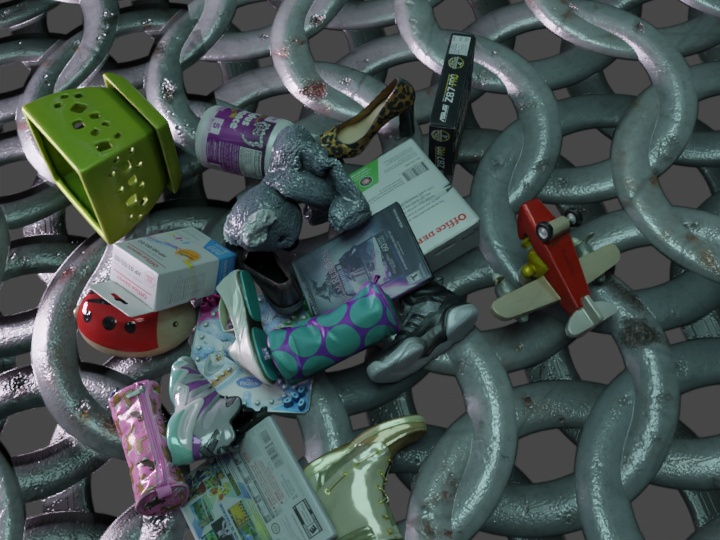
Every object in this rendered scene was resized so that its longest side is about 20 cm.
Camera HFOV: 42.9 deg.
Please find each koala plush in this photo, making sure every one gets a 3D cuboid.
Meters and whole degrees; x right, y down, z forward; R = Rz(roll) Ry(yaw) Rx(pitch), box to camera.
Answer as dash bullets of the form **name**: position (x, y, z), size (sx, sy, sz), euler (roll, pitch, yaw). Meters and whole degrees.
- **koala plush**: position (-0.125, -0.105, 1.437), size (0.200, 0.177, 0.184), euler (-39, 108, -11)

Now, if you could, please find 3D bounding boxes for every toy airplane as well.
- **toy airplane**: position (0.298, 0.013, 1.403), size (0.200, 0.141, 0.200), euler (25, 72, -22)

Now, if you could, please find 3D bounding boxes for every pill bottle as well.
- **pill bottle**: position (-0.173, -0.213, 1.580), size (0.199, 0.112, 0.112), euler (14, 63, 13)

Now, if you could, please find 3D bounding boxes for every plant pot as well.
- **plant pot**: position (-0.423, -0.201, 1.557), size (0.181, 0.200, 0.199), euler (-36, 62, -22)

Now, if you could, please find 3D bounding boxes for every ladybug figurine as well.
- **ladybug figurine**: position (-0.366, 0.069, 1.463), size (0.199, 0.072, 0.136), euler (0, 61, 6)

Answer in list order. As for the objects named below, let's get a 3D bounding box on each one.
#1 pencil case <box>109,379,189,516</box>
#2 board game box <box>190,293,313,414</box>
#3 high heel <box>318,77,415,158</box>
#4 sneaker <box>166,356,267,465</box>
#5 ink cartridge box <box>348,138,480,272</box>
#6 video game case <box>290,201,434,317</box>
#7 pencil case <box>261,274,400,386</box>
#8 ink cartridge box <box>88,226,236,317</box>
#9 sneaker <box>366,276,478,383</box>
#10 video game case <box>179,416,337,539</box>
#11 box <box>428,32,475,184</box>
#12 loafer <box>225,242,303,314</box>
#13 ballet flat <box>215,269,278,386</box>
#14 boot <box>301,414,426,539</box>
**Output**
- **pencil case**: position (-0.307, 0.256, 1.330), size (0.083, 0.087, 0.200), euler (-31, 54, 7)
- **board game box**: position (-0.169, 0.122, 1.438), size (0.199, 0.026, 0.200), euler (2, 61, 7)
- **high heel**: position (-0.002, -0.266, 1.573), size (0.199, 0.143, 0.072), euler (-15, 60, -3)
- **sneaker**: position (-0.205, 0.198, 1.330), size (0.139, 0.078, 0.200), euler (-5, 39, -6)
- **ink cartridge box**: position (0.082, -0.095, 1.500), size (0.146, 0.084, 0.200), euler (-30, 62, -10)
- **video game case**: position (0.000, 0.000, 1.426), size (0.200, 0.019, 0.143), euler (-29, 64, 11)
- **pencil case**: position (-0.042, 0.091, 1.354), size (0.200, 0.085, 0.093), euler (-26, 80, 6)
- **ink cartridge box**: position (-0.307, -0.001, 1.430), size (0.115, 0.068, 0.200), euler (29, 30, 31)
- **sneaker**: position (0.074, 0.086, 1.408), size (0.200, 0.076, 0.114), euler (-31, 60, -17)
- **video game case**: position (-0.153, 0.337, 1.290), size (0.182, 0.022, 0.200), euler (-36, 62, 4)
- **box**: position (0.154, -0.273, 1.550), size (0.049, 0.161, 0.200), euler (9, 63, 10)
- **loafer**: position (-0.157, -0.011, 1.473), size (0.072, 0.063, 0.200), euler (-29, 50, -20)
- **ballet flat**: position (-0.178, 0.095, 1.407), size (0.069, 0.069, 0.200), euler (-17, 65, -4)
- **boot**: position (0.029, 0.305, 1.286), size (0.200, 0.072, 0.155), euler (-28, 60, -2)
